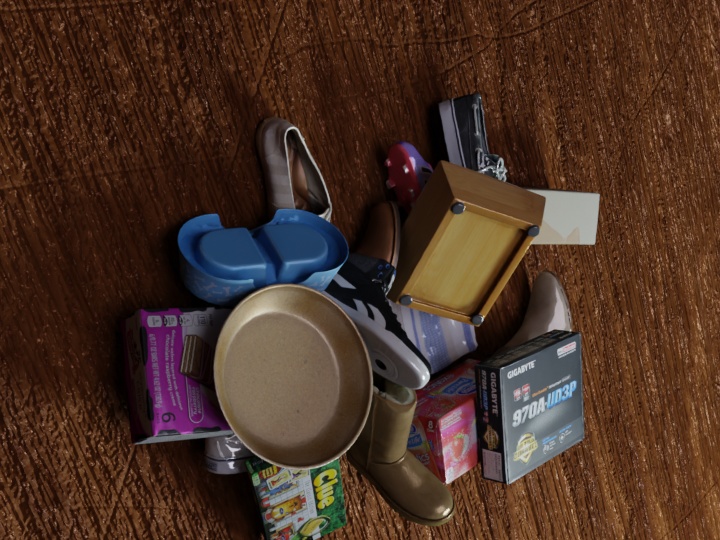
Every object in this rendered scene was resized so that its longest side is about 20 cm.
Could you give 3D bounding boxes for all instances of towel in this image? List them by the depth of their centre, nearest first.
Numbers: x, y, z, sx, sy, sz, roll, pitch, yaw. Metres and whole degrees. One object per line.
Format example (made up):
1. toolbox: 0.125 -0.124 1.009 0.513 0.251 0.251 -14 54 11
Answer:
1. towel: 0.079 0.080 1.498 0.200 0.024 0.148 -26 112 -37

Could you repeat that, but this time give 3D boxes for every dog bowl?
1. dog bowl: -0.111 -0.013 1.244 0.199 0.112 0.050 -7 135 -29

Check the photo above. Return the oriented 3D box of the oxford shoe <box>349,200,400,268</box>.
1. oxford shoe: 0.000 0.000 1.388 0.071 0.071 0.201 20 77 -18

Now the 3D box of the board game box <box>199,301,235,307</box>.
1. board game box: -0.137 0.120 1.307 0.105 0.023 0.200 -54 128 -20

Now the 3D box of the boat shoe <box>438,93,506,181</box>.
1. boat shoe: 0.159 -0.136 1.477 0.074 0.068 0.200 6 71 -75

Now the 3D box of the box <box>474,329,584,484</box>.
1. box: 0.232 0.180 1.499 0.200 0.046 0.160 -16 106 -47

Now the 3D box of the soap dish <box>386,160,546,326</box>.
1. soap dish: 0.127 -0.027 1.408 0.157 0.081 0.200 17 119 -22

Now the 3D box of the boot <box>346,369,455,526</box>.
1. boot: 0.048 0.209 1.342 0.066 0.175 0.200 -45 156 -33

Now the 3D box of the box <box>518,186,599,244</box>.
1. box: 0.244 -0.079 1.580 0.199 0.095 0.078 -1 96 -41

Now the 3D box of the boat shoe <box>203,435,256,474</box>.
1. boat shoe: -0.094 0.181 1.298 0.199 0.071 0.070 -7 104 -35

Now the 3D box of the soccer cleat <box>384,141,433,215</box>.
1. soccer cleat: 0.091 -0.093 1.453 0.076 0.067 0.200 -37 124 -20

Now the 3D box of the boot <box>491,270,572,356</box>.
1. boot: 0.239 0.114 1.619 0.146 0.070 0.201 -20 109 -37

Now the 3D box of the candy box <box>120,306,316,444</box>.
1. candy box: -0.153 0.111 1.208 0.199 0.061 0.137 0 76 -35

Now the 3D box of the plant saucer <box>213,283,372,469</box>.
1. plant saucer: -0.077 0.115 1.198 0.200 0.035 0.201 10 71 -33

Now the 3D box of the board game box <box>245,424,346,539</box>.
1. board game box: -0.072 0.263 1.297 0.104 0.023 0.200 -25 142 -16

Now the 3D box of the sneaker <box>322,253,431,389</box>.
1. sneaker: 0.025 0.044 1.296 0.112 0.200 0.073 -41 154 -31

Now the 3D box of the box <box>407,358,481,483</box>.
1. box: 0.133 0.200 1.502 0.200 0.099 0.096 -22 111 -44

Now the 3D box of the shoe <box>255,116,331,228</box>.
1. shoe: -0.074 -0.084 1.314 0.070 0.053 0.201 -31 116 -35
